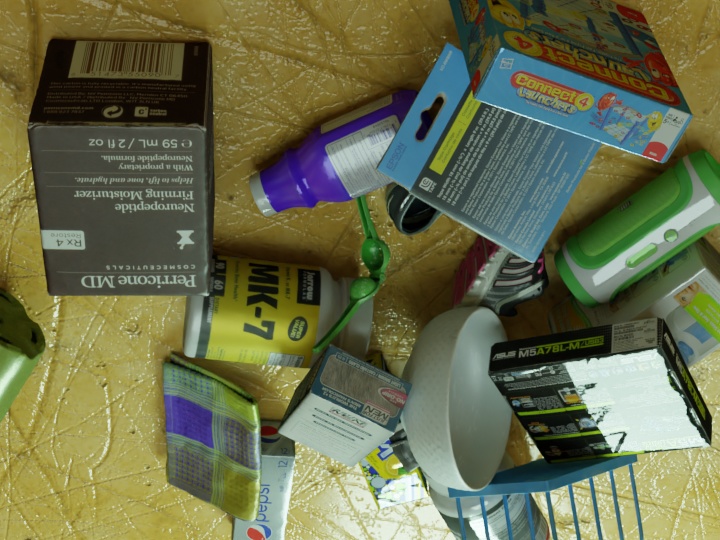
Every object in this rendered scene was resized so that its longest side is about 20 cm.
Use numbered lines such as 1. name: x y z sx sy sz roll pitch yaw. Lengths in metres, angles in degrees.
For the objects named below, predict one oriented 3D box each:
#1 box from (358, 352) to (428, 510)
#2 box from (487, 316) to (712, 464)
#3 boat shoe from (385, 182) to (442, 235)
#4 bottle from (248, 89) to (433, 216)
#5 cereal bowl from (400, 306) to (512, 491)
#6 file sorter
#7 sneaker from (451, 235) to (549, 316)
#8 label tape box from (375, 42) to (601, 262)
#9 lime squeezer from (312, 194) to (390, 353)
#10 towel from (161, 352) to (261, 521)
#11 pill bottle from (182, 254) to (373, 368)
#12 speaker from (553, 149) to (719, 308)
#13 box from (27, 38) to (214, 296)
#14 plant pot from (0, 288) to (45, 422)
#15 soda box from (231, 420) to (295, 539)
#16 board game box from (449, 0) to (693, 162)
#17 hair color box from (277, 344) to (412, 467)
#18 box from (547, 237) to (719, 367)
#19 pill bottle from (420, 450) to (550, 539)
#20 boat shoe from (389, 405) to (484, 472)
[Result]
1. box: 0.024 0.198 1.634 0.070 0.065 0.201 -15 128 8
2. box: 0.267 0.138 1.483 0.199 0.048 0.193 -12 138 27
3. boat shoe: 0.113 -0.104 1.410 0.199 0.062 0.073 -33 120 18
4. bottle: -0.018 -0.114 1.389 0.199 0.065 0.084 -23 121 13
5. cereal bowl: 0.098 0.139 1.479 0.083 0.201 0.201 2 133 27
6. file sorter: 0.222 0.289 1.553 0.138 0.124 0.199 -13 175 40
7. sneaker: 0.180 -0.019 1.477 0.087 0.074 0.200 19 128 -18
8. label tape box: 0.121 -0.119 1.336 0.199 0.063 0.145 29 93 -21
9. lime squeezer: 0.000 0.000 1.427 0.037 0.202 0.071 4 164 33
10. towel: -0.179 0.205 1.600 0.143 0.023 0.201 24 129 23
11. pill bottle: -0.092 0.047 1.476 0.198 0.115 0.115 6 127 -10
12. speaker: 0.310 -0.044 1.456 0.200 0.089 0.088 -37 122 21
13. box: -0.227 -0.102 1.317 0.164 0.165 0.201 0 128 -5
14. plant pot: -0.450 0.113 1.469 0.200 0.200 0.190 36 104 -28
15. soda box: -0.124 0.281 1.684 0.068 0.064 0.201 3 127 -7
16. board game box: 0.192 -0.203 1.257 0.199 0.196 0.056 16 125 -17
17. hair color box: -0.020 0.151 1.456 0.099 0.061 0.200 26 158 -4
18. box: 0.327 0.053 1.525 0.200 0.102 0.112 -38 121 22
19. pill bottle: 0.154 0.286 1.681 0.113 0.114 0.201 -22 126 12
20. boat shoe: 0.123 0.182 1.590 0.199 0.057 0.067 -18 172 -24
